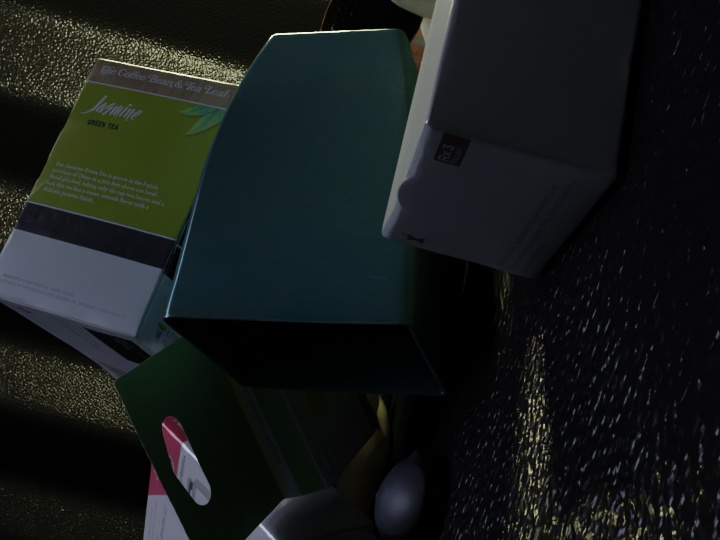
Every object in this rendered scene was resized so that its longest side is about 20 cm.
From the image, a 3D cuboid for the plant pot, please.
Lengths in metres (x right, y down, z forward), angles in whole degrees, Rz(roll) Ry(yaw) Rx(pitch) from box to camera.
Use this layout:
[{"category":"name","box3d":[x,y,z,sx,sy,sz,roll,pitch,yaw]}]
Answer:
[{"category":"plant pot","box3d":[-0.015,-0.040,0.628,0.141,0.140,0.201,59,-144,-65]}]

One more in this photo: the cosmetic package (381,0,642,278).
[{"category":"cosmetic package","box3d":[0.073,-0.112,0.457,0.113,0.081,0.201,111,172,-70]}]

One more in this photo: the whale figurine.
[{"category":"whale figurine","box3d":[-0.029,0.152,0.905,0.201,0.103,0.160,-76,2,-48]}]

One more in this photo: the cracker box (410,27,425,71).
[{"category":"cracker box","box3d":[0.046,-0.220,1.025,0.200,0.133,0.058,-92,17,-83]}]

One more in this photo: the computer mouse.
[{"category":"computer mouse","box3d":[0.021,0.146,0.650,0.200,0.034,0.059,113,170,-76]}]

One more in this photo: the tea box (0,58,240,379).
[{"category":"tea box","box3d":[-0.145,-0.019,0.781,0.200,0.133,0.198,60,-132,-62]}]

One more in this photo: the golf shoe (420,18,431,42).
[{"category":"golf shoe","box3d":[0.091,-0.225,0.811,0.201,0.078,0.098,106,171,-54]}]

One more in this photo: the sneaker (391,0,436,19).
[{"category":"sneaker","box3d":[0.080,-0.241,0.692,0.200,0.075,0.089,3,71,67]}]

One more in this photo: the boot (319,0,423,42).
[{"category":"boot","box3d":[0.016,-0.219,0.834,0.097,0.074,0.201,147,147,-84]}]

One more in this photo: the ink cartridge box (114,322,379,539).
[{"category":"ink cartridge box","box3d":[-0.068,0.094,0.704,0.146,0.048,0.200,66,-153,-8]}]

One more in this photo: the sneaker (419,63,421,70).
[{"category":"sneaker","box3d":[0.066,-0.099,0.725,0.200,0.090,0.066,-51,-16,-3]}]

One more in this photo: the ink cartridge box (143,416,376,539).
[{"category":"ink cartridge box","box3d":[-0.087,0.214,0.790,0.200,0.082,0.148,31,117,47]}]
